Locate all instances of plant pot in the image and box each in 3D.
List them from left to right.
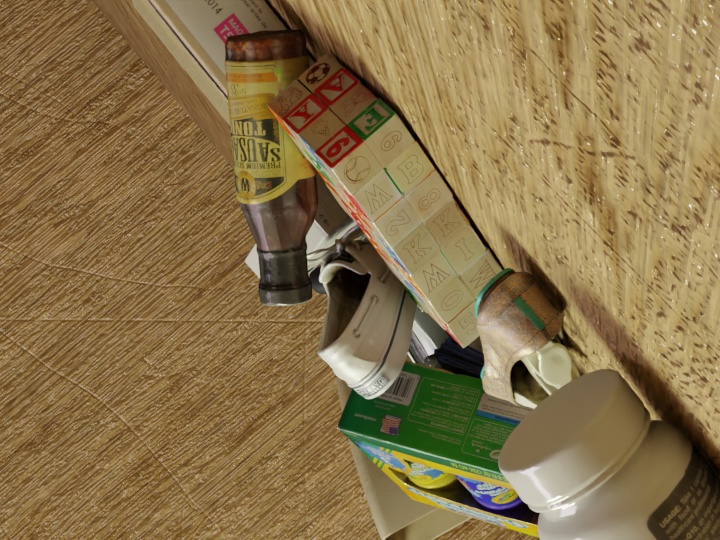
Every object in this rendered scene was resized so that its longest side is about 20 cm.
[{"bbox_3d":[0.079,0.163,1.795,0.178,0.199,0.200,62,180,16],"label":"plant pot"}]

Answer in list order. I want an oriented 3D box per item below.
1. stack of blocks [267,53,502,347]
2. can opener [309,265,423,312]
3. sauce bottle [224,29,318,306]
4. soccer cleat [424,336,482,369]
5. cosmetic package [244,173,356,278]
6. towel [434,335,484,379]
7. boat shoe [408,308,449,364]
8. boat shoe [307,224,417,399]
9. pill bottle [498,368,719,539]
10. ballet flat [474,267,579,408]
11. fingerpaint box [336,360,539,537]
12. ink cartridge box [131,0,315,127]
[{"bbox_3d":[0.025,-0.049,1.238,0.200,0.058,0.115,53,176,-37],"label":"stack of blocks"},{"bbox_3d":[0.020,0.001,1.519,0.200,0.063,0.080,-13,76,63],"label":"can opener"},{"bbox_3d":[-0.062,-0.076,1.278,0.066,0.065,0.203,-144,48,-75],"label":"sauce bottle"},{"bbox_3d":[0.096,0.126,1.534,0.201,0.085,0.070,101,150,-56],"label":"soccer cleat"},{"bbox_3d":[-0.036,-0.042,1.455,0.051,0.082,0.200,47,159,2],"label":"cosmetic package"},{"bbox_3d":[0.147,0.121,1.403,0.144,0.024,0.200,20,162,27],"label":"towel"},{"bbox_3d":[0.074,0.072,1.610,0.200,0.074,0.068,52,158,-17],"label":"boat shoe"},{"bbox_3d":[-0.003,0.003,1.345,0.086,0.074,0.203,37,-138,-23],"label":"boat shoe"},{"bbox_3d":[0.181,0.167,1.065,0.201,0.113,0.113,51,176,-11],"label":"pill bottle"},{"bbox_3d":[0.118,0.063,1.189,0.067,0.068,0.200,42,175,21],"label":"ballet flat"},{"bbox_3d":[0.105,0.148,1.359,0.198,0.074,0.167,13,160,29],"label":"fingerpaint box"},{"bbox_3d":[-0.102,-0.177,1.392,0.201,0.075,0.165,51,175,-2],"label":"ink cartridge box"}]
